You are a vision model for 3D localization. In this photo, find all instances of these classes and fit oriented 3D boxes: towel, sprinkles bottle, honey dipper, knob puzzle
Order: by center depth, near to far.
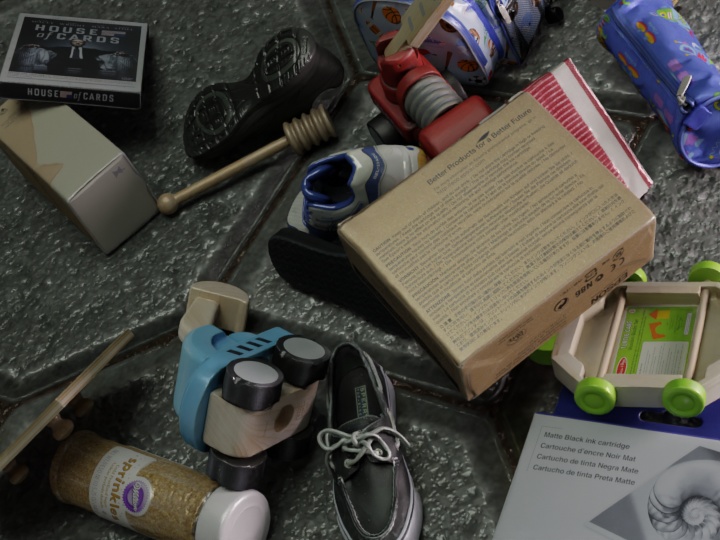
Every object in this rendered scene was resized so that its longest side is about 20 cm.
[{"bbox_3d":[-0.172,0.193,1.216,0.199,0.068,0.068,13,59,33],"label":"sprinkles bottle"},{"bbox_3d":[0.142,-0.070,1.249,0.200,0.144,0.023,-38,12,-9],"label":"towel"},{"bbox_3d":[-0.287,0.153,1.268,0.220,0.030,0.220,-45,5,5],"label":"knob puzzle"},{"bbox_3d":[-0.119,-0.109,1.463,0.199,0.038,0.038,-26,47,5],"label":"honey dipper"}]

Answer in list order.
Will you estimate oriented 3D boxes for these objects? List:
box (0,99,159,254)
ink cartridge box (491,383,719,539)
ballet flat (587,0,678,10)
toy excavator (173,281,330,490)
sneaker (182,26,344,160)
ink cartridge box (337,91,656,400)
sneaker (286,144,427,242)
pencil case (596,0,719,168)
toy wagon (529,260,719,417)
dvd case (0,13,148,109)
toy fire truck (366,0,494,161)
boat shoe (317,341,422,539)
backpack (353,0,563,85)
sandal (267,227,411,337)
[{"bbox_3d":[-0.305,-0.111,1.511,0.078,0.095,0.200,-42,47,-12],"label":"box"},{"bbox_3d":[0.212,0.165,1.080,0.199,0.041,0.201,5,55,28],"label":"ink cartridge box"},{"bbox_3d":[0.233,-0.304,1.443,0.071,0.071,0.200,-39,49,-10],"label":"ballet flat"},{"bbox_3d":[-0.116,0.077,1.241,0.199,0.100,0.194,27,28,27],"label":"toy excavator"},{"bbox_3d":[-0.100,-0.166,1.479,0.200,0.091,0.076,-29,59,29],"label":"sneaker"},{"bbox_3d":[0.110,-0.022,1.154,0.200,0.075,0.165,-36,61,-9],"label":"ink cartridge box"},{"bbox_3d":[-0.025,-0.075,1.304,0.200,0.088,0.076,-26,66,53],"label":"sneaker"},{"bbox_3d":[0.284,-0.179,1.303,0.078,0.087,0.200,-44,42,20],"label":"pencil case"},{"bbox_3d":[0.214,0.055,1.155,0.199,0.040,0.155,-1,38,24],"label":"toy wagon"},{"bbox_3d":[-0.312,-0.233,1.581,0.149,0.025,0.200,3,31,-8],"label":"dvd case"},{"bbox_3d":[0.077,-0.161,1.292,0.128,0.200,0.176,-34,55,-4],"label":"toy fire truck"},{"bbox_3d":[0.005,0.145,1.173,0.073,0.068,0.200,-14,48,14],"label":"boat shoe"},{"bbox_3d":[0.074,-0.283,1.411,0.199,0.191,0.155,8,57,28],"label":"backpack"},{"bbox_3d":[-0.001,-0.001,1.298,0.200,0.076,0.048,24,48,37],"label":"sandal"}]
